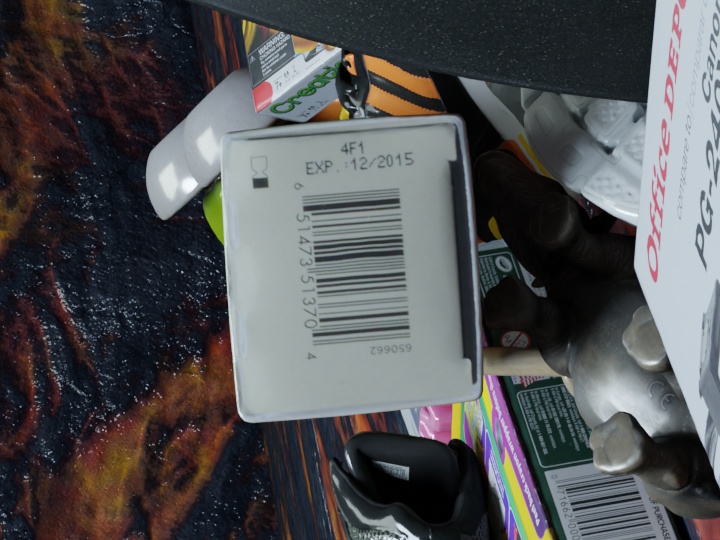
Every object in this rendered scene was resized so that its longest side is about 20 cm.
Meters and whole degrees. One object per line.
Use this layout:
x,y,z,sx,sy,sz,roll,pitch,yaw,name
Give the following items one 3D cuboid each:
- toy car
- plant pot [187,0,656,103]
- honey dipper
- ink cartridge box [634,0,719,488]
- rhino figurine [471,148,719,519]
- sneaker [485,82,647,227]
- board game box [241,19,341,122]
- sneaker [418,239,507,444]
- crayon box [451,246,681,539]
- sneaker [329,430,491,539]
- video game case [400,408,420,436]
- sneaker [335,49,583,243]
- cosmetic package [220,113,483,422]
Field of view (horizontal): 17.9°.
-0.019,-0.053,1.365,0.175,0.150,0.200,46,157,-5,toy car
0.028,-0.175,0.694,0.200,0.177,0.200,117,146,-65,plant pot
0.069,0.039,0.951,0.200,0.038,0.038,-7,91,63,honey dipper
0.129,0.007,0.526,0.200,0.083,0.146,-106,11,-47,ink cartridge box
0.087,0.015,0.811,0.087,0.060,0.200,32,-163,-37,rhino figurine
0.098,-0.061,0.848,0.082,0.077,0.200,48,-174,-34,sneaker
0.012,-0.169,1.056,0.200,0.035,0.127,-33,59,43,board game box
0.059,0.026,1.180,0.200,0.079,0.096,92,180,-46,sneaker
0.090,0.117,1.043,0.200,0.058,0.173,-106,10,-45,crayon box
0.021,0.130,1.084,0.199,0.076,0.115,163,100,-80,sneaker
0.046,0.052,1.453,0.182,0.023,0.201,-110,15,-60,video game case
0.013,-0.090,0.976,0.200,0.090,0.070,50,-156,-19,sneaker
0.000,0.000,0.860,0.200,0.087,0.104,-33,-62,-89,cosmetic package
